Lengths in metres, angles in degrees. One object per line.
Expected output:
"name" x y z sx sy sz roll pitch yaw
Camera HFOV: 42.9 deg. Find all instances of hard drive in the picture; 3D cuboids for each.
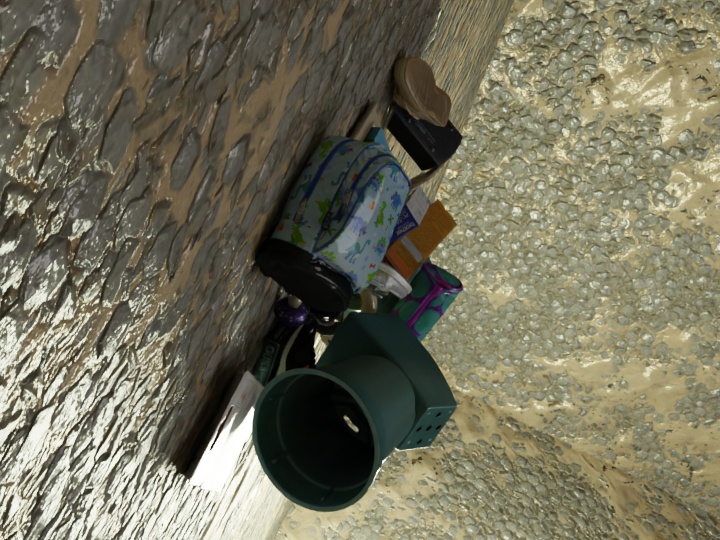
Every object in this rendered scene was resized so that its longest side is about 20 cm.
"hard drive" 0.113 -0.251 1.638 0.042 0.135 0.200 -37 -173 28

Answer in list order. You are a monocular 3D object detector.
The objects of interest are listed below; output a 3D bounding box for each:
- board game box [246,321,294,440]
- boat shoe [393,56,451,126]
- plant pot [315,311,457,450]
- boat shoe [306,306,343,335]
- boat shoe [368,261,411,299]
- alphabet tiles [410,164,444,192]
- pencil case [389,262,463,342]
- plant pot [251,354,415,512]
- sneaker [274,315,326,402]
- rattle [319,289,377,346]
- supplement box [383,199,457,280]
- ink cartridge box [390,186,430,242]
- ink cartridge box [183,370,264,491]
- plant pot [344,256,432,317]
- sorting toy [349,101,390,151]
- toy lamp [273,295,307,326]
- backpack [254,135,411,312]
"board game box" -0.145 0.164 1.480 0.135 0.028 0.201 -55 168 -61
"boat shoe" 0.088 -0.290 1.502 0.200 0.069 0.074 35 69 -62
"plant pot" 0.047 0.188 1.480 0.141 0.200 0.142 8 121 -52
"boat shoe" -0.059 0.042 1.417 0.057 0.066 0.201 -97 -177 -47
"boat shoe" 0.000 0.000 1.474 0.065 0.201 0.074 -58 -142 2
"alphabet tiles" 0.057 -0.128 1.607 0.194 0.015 0.200 -28 -172 22
"pencil case" 0.093 0.083 1.605 0.201 0.085 0.092 -55 -179 17
"plant pot" -0.022 0.217 1.325 0.196 0.199 0.202 -18 134 -62
"sneaker" -0.085 0.165 1.435 0.202 0.089 0.070 -68 172 25
"rattle" -0.041 0.097 1.535 0.143 0.129 0.202 -82 179 -73
"supplement box" 0.093 -0.045 1.622 0.066 0.069 0.200 -34 -170 47
"ink cartridge box" 0.063 -0.092 1.579 0.094 0.044 0.200 -31 -173 16
"ink cartridge box" -0.190 0.212 1.233 0.162 0.050 0.200 -64 169 -13
"plant pot" 0.022 0.017 1.690 0.134 0.199 0.202 13 103 -64
"sorting toy" 0.012 -0.121 1.372 0.186 0.036 0.201 -62 148 -34
"toy lamp" -0.077 -0.007 1.277 0.058 0.058 0.201 -58 173 -49
"backpack" -0.025 -0.067 1.136 0.163 0.152 0.202 46 51 -53
